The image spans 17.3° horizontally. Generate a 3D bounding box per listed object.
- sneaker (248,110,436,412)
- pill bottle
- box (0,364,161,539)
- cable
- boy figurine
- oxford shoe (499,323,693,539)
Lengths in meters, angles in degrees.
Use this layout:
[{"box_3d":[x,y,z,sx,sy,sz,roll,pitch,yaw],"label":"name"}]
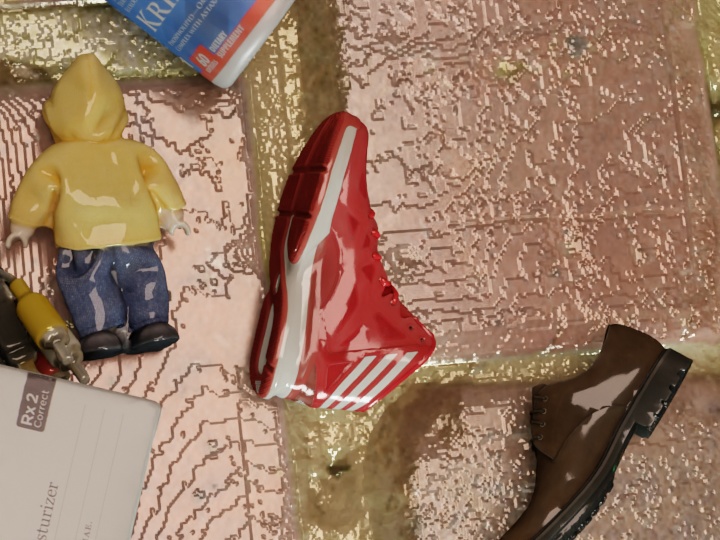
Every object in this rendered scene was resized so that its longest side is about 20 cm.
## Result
[{"box_3d":[0.000,0.000,1.608,0.115,0.078,0.201,16,90,-20],"label":"sneaker"},{"box_3d":[-0.137,-0.223,1.580,0.200,0.112,0.112,36,75,-5],"label":"pill bottle"},{"box_3d":[-0.219,0.171,1.450,0.130,0.200,0.200,14,78,-12],"label":"box"},{"box_3d":[-0.236,0.004,1.546,0.050,0.097,0.200,-22,67,-18],"label":"cable"},{"box_3d":[-0.178,-0.042,1.566,0.124,0.064,0.201,-11,83,-15],"label":"boy figurine"},{"box_3d":[0.142,0.124,1.625,0.084,0.073,0.200,32,72,10],"label":"oxford shoe"}]
